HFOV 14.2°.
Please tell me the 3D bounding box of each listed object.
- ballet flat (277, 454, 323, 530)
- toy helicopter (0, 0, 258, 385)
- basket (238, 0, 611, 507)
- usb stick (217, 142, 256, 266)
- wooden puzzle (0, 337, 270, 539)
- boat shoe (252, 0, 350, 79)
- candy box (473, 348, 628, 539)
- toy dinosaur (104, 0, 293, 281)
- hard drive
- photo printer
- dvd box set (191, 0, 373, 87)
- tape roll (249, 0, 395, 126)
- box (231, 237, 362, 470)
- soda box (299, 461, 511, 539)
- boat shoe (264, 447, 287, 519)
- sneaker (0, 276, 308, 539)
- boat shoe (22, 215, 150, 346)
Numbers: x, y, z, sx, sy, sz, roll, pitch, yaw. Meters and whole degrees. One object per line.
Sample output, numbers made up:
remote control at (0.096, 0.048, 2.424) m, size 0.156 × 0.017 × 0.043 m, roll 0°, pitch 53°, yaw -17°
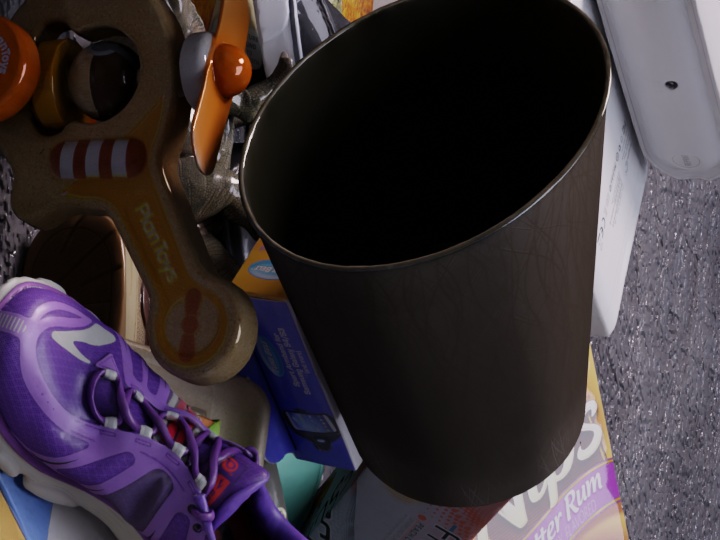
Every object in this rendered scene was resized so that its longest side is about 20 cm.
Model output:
ballet flat at (-0.081, 0.151, 1.462) m, size 0.068 × 0.075 × 0.201 m, roll 46°, pitch 40°, yaw -22°
toy helicopter at (-0.089, -0.045, 1.248) m, size 0.201 × 0.132 × 0.079 m, roll 65°, pitch 12°, yaw 20°
basket at (0.038, 0.002, 1.283) m, size 0.180 × 0.136 × 0.201 m, roll -41°, pitch 145°, yaw -25°
usb stick at (-0.060, 0.029, 1.562) m, size 0.056 × 0.032 × 0.201 m, roll -61°, pitch 147°, yaw -64°
wooden puzzle at (-0.127, 0.113, 1.243) m, size 0.199 × 0.037 × 0.186 m, roll 19°, pitch 71°, yaw -37°
boat shoe at (-0.012, -0.096, 1.464) m, size 0.072 × 0.067 × 0.201 m, roll -93°, pitch 172°, yaw -72°
candy box at (0.082, 0.130, 1.573) m, size 0.116 × 0.056 × 0.201 m, roll -24°, pitch 109°, yaw -33°
toy dinosaur at (-0.084, -0.054, 1.393) m, size 0.077 × 0.102 × 0.201 m, roll 173°, pitch -85°, yaw -71°
hard drive at (0.126, -0.073, 1.668) m, size 0.200 × 0.027 × 0.132 m, roll 67°, pitch 32°, yaw -50°
photo printer at (0.196, -0.165, 1.725) m, size 0.200 × 0.069 × 0.167 m, roll 65°, pitch 32°, yaw -51°
dvd box set at (-0.044, -0.185, 1.525) m, size 0.146 × 0.029 × 0.201 m, roll 17°, pitch 75°, yaw -49°
tape roll at (0.035, -0.065, 1.660) m, size 0.203 × 0.138 × 0.204 m, roll 2°, pitch 90°, yaw -70°
box at (0.000, 0.000, 1.400) m, size 0.201 × 0.041 × 0.119 m, roll -61°, pitch 145°, yaw -36°
soda box at (0.022, 0.117, 1.466) m, size 0.064 × 0.068 × 0.200 m, roll -62°, pitch -175°, yaw -38°
boat shoe at (-0.076, 0.076, 1.408) m, size 0.060 × 0.072 × 0.203 m, roll 9°, pitch 64°, yaw -42°
sneaker at (-0.084, 0.074, 1.213) m, size 0.200 × 0.083 × 0.081 m, roll 46°, pitch 56°, yaw -29°
boat shoe at (-0.124, 0.077, 1.341) m, size 0.072 × 0.072 × 0.201 m, roll 37°, pitch 51°, yaw -64°
